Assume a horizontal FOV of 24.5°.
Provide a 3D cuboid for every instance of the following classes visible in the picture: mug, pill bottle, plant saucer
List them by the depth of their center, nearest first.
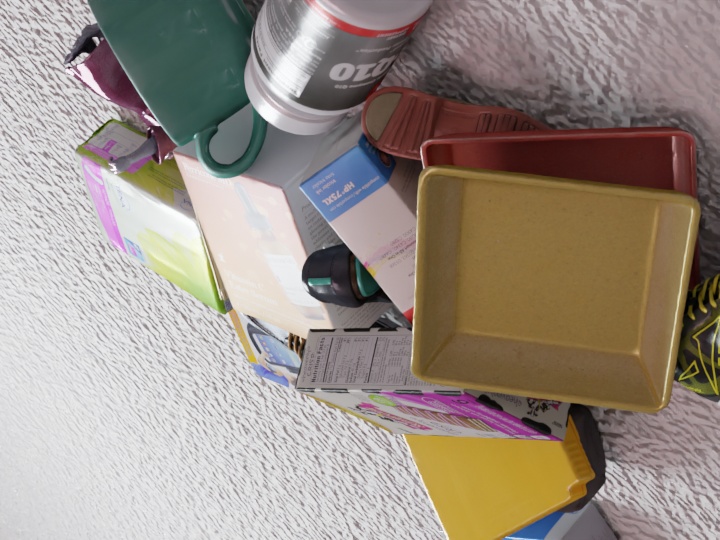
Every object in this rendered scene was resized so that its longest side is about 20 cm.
[{"bbox_3d":[0.141,0.005,1.230,0.199,0.049,0.201,7,128,8],"label":"plant saucer"},{"bbox_3d":[0.157,-0.035,1.262,0.199,0.037,0.201,-1,133,13],"label":"plant saucer"},{"bbox_3d":[-0.021,-0.193,1.302,0.114,0.114,0.200,45,151,4],"label":"pill bottle"},{"bbox_3d":[-0.141,-0.190,1.441,0.185,0.114,0.152,57,-179,-34],"label":"mug"}]

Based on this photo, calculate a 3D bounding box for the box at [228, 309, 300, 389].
[{"bbox_3d":[-0.055,0.083,1.765,0.200,0.041,0.119,19,141,44],"label":"box"}]

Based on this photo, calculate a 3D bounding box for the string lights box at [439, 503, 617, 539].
[{"bbox_3d":[0.181,0.287,1.680,0.103,0.059,0.200,55,150,-16],"label":"string lights box"}]

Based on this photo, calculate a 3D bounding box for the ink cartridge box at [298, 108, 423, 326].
[{"bbox_3d":[0.043,-0.033,1.392,0.067,0.116,0.200,-33,105,22],"label":"ink cartridge box"}]

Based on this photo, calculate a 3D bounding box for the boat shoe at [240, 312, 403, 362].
[{"bbox_3d":[-0.045,0.062,1.627,0.200,0.091,0.071,20,114,16],"label":"boat shoe"}]

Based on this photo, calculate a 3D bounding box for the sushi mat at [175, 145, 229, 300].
[{"bbox_3d":[-0.129,-0.070,1.616,0.012,0.096,0.201,14,139,27],"label":"sushi mat"}]

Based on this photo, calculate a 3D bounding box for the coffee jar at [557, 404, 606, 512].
[{"bbox_3d":[0.134,0.155,1.554,0.200,0.085,0.105,14,137,44],"label":"coffee jar"}]

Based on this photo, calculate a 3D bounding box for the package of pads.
[{"bbox_3d":[-0.206,-0.061,1.758,0.200,0.068,0.155,29,148,29],"label":"package of pads"}]

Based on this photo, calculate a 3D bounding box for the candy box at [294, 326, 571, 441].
[{"bbox_3d":[0.061,0.096,1.404,0.200,0.061,0.136,-2,158,46],"label":"candy box"}]

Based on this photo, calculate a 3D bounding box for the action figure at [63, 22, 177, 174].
[{"bbox_3d":[-0.191,-0.168,1.613,0.200,0.134,0.149,39,109,-10],"label":"action figure"}]

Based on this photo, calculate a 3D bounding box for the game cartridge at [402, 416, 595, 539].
[{"bbox_3d":[0.110,0.136,1.486,0.176,0.032,0.201,-36,71,41],"label":"game cartridge"}]

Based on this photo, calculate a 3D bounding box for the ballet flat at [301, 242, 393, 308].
[{"bbox_3d":[0.000,0.000,1.454,0.073,0.200,0.073,1,94,20],"label":"ballet flat"}]

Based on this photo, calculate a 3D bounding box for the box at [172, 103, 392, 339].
[{"bbox_3d":[-0.062,-0.046,1.545,0.152,0.106,0.201,20,142,40],"label":"box"}]

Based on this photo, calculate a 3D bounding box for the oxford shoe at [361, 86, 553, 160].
[{"bbox_3d":[0.103,-0.101,1.321,0.199,0.074,0.071,25,101,17],"label":"oxford shoe"}]

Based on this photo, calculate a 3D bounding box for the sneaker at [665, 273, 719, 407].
[{"bbox_3d":[0.266,0.039,1.224,0.084,0.075,0.200,15,143,12],"label":"sneaker"}]
